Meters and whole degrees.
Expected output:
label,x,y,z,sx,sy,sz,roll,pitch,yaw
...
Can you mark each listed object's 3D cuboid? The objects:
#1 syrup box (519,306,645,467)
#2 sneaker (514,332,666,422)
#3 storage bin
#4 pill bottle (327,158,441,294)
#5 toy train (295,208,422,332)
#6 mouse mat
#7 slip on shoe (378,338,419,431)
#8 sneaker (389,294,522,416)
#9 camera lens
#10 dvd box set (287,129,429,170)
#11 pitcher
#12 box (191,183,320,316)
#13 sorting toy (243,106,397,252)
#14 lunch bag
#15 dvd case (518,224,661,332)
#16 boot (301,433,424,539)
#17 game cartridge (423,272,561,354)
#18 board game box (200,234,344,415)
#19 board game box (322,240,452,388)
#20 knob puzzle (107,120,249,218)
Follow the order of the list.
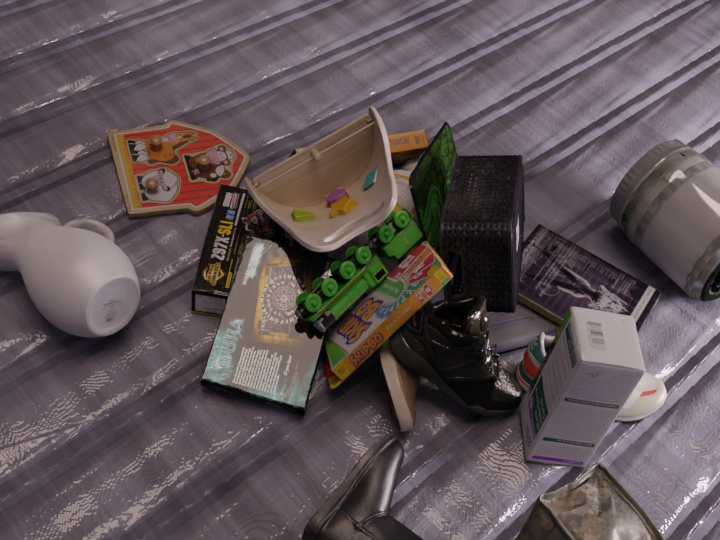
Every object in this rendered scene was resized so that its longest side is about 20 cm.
label,x,y,z,sx,sy,sz,roll,pitch,yaw
syrup box,0.253,0.141,1.131,0.080,0.202,0.080,9,46,-7
sneaker,0.300,0.128,1.225,0.196,0.094,0.071,13,47,1
storage bin,0.165,-0.052,1.275,0.092,0.137,0.201,1,35,13
pill bottle,0.046,-0.068,1.341,0.111,0.113,0.201,27,49,14
toy train,0.000,0.000,1.206,0.200,0.042,0.057,-44,110,-19
mouse mat,0.115,-0.097,1.341,0.007,0.163,0.201,-5,28,26
slip on shoe,0.054,0.108,1.210,0.059,0.077,0.202,-10,42,0
sneaker,0.142,0.103,1.169,0.198,0.114,0.077,36,40,-20
camera lens,0.479,-0.069,1.393,0.158,0.161,0.200,-23,56,-28
dvd box set,-0.016,-0.154,1.392,0.197,0.146,0.030,-11,82,-20
pitcher,-0.350,-0.007,1.220,0.199,0.123,0.170,30,33,31
box,-0.132,-0.022,1.309,0.157,0.050,0.202,8,48,-1
sorting toy,-0.029,-0.092,1.227,0.198,0.108,0.181,-29,32,0
lunch bag,0.247,0.334,0.980,0.116,0.166,0.200,-19,53,-32
dvd case,0.299,0.026,1.330,0.198,0.016,0.149,31,47,17
boot,0.061,0.293,1.048,0.198,0.066,0.165,32,59,22
game cartridge,0.189,0.052,1.316,0.197,0.039,0.131,-11,55,-20
board game box,-0.106,0.064,1.203,0.133,0.028,0.203,16,67,0
board game box,0.024,0.053,1.181,0.030,0.200,0.096,41,8,-20
knob puzzle,-0.259,-0.161,1.424,0.215,0.031,0.222,6,47,-6
